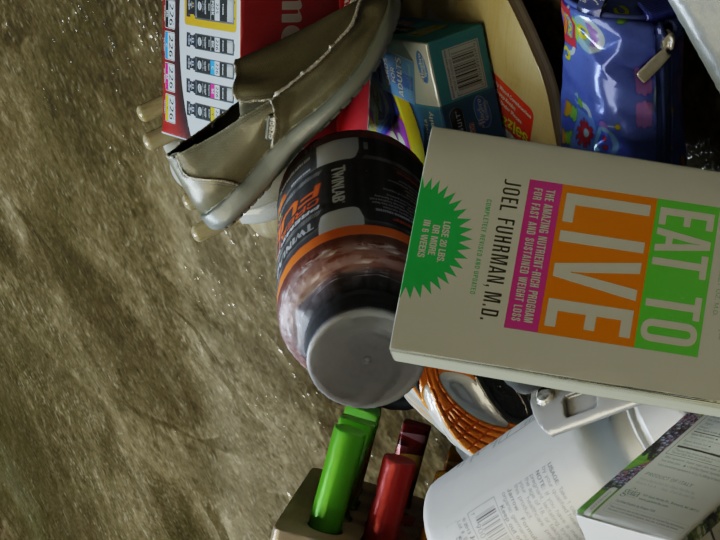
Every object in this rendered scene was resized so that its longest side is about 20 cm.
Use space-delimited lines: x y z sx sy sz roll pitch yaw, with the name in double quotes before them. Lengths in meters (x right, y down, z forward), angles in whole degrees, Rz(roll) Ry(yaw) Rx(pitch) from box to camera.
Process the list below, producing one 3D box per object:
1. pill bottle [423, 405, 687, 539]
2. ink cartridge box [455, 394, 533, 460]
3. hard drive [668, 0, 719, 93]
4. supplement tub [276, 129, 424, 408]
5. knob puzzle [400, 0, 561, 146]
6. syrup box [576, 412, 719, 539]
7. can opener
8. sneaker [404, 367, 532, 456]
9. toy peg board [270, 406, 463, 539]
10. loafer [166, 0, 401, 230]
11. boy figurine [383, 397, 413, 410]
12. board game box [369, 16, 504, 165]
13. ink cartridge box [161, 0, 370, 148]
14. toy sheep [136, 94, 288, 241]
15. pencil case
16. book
"pill bottle" 0.147 0.136 1.216 0.200 0.114 0.115 -37 87 28
"ink cartridge box" 0.129 0.107 1.380 0.200 0.044 0.177 -126 35 -55
"hard drive" 0.259 -0.098 1.005 0.139 0.033 0.201 -25 96 48
"supplement tub" 0.000 0.000 1.192 0.200 0.106 0.107 -95 -10 -59
"knob puzzle" 0.088 -0.122 1.281 0.220 0.030 0.221 46 148 41
"syrup box" 0.223 0.120 1.086 0.081 0.200 0.079 9 128 50
"can opener" 0.176 0.041 1.117 0.199 0.054 0.067 -24 140 28
"sneaker" 0.036 0.055 1.363 0.200 0.076 0.092 53 169 0
"toy peg board" 0.049 0.174 1.495 0.198 0.200 0.098 15 99 5
"loafer" -0.051 -0.116 1.238 0.070 0.200 0.075 40 -171 -11
"boy figurine" 0.043 0.028 1.461 0.200 0.064 0.125 103 166 -58
"board game box" 0.029 -0.098 1.330 0.200 0.047 0.152 19 126 59
"ink cartridge box" -0.067 -0.185 1.320 0.175 0.083 0.201 19 111 58
"toy sheep" -0.096 -0.107 1.491 0.138 0.138 0.201 24 149 45
"pencil case" 0.158 -0.075 1.131 0.087 0.078 0.201 -142 45 -59
"book" 0.126 0.000 1.075 0.199 0.134 0.048 9 167 9
